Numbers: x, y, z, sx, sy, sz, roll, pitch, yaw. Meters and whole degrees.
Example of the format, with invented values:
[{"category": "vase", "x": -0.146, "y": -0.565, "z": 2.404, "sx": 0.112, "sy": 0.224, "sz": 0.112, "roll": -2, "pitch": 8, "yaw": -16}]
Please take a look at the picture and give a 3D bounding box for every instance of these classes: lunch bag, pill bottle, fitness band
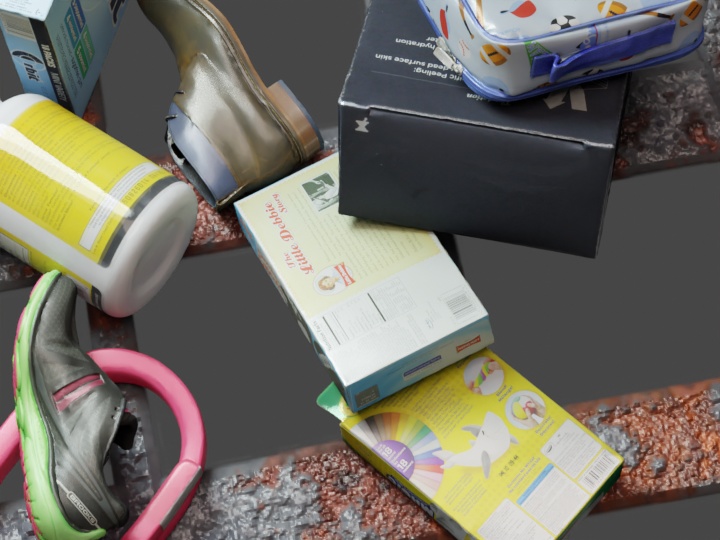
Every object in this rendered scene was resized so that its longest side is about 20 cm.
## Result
[{"category": "lunch bag", "x": 0.138, "y": -0.195, "z": 1.670, "sx": 0.199, "sy": 0.076, "sz": 0.161, "roll": -17, "pitch": 53, "yaw": -18}, {"category": "pill bottle", "x": -0.227, "y": -0.060, "z": 1.752, "sx": 0.199, "sy": 0.112, "sz": 0.112, "roll": 32, "pitch": 72, "yaw": 13}, {"category": "fitness band", "x": -0.197, "y": 0.149, "z": 1.711, "sx": 0.143, "sy": 0.037, "sz": 0.200, "roll": 33, "pitch": 72, "yaw": 17}]

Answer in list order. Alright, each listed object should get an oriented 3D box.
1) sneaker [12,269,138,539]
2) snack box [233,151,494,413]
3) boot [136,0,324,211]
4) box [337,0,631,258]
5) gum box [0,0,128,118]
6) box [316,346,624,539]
[{"category": "sneaker", "x": -0.201, "y": 0.098, "z": 1.682, "sx": 0.083, "sy": 0.077, "sz": 0.202, "roll": -4, "pitch": 71, "yaw": -12}, {"category": "snack box", "x": 0.000, "y": 0.000, "z": 1.730, "sx": 0.116, "sy": 0.037, "sz": 0.200, "roll": -26, "pitch": 52, "yaw": -8}, {"category": "boot", "x": -0.127, "y": -0.138, "z": 1.801, "sx": 0.097, "sy": 0.075, "sz": 0.200, "roll": -39, "pitch": 74, "yaw": -16}, {"category": "box", "x": 0.096, "y": -0.131, "z": 1.737, "sx": 0.195, "sy": 0.118, "sz": 0.201, "roll": 10, "pitch": 47, "yaw": 6}, {"category": "gum box", "x": -0.208, "y": -0.237, "z": 1.792, "sx": 0.044, "sy": 0.170, "sz": 0.201, "roll": 16, "pitch": 70, "yaw": 9}, {"category": "box", "x": 0.075, "y": 0.120, "z": 1.705, "sx": 0.200, "sy": 0.048, "sz": 0.117, "roll": 40, "pitch": 75, "yaw": 14}]
